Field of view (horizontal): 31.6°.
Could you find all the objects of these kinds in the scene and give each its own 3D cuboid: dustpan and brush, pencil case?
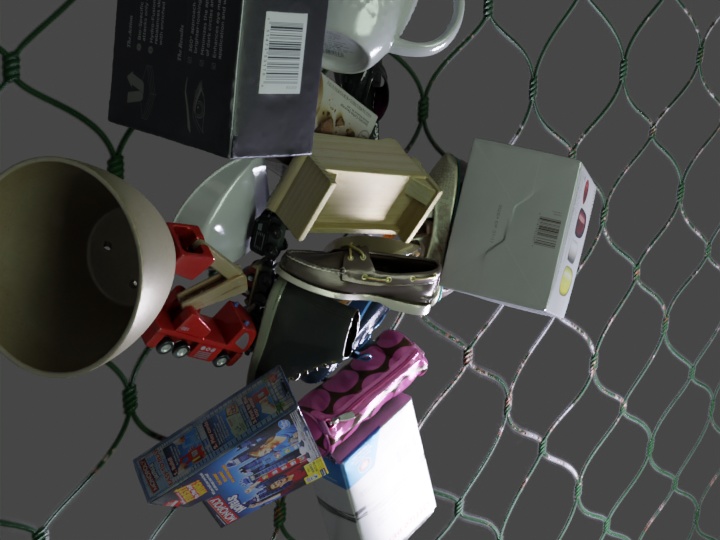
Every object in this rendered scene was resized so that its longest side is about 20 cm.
[{"bbox_3d":[-0.183,-0.035,1.385,0.200,0.057,0.140,-48,155,-28],"label":"dustpan and brush"},{"bbox_3d":[0.001,0.155,1.632,0.200,0.094,0.091,-40,88,-31],"label":"pencil case"}]

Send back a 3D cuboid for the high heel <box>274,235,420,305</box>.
[{"bbox_3d":[-0.019,0.036,1.541,0.197,0.072,0.144,-14,128,-8],"label":"high heel"}]

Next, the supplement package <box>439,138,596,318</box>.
[{"bbox_3d":[0.209,-0.050,1.656,0.200,0.145,0.194,15,89,-74],"label":"supplement package"}]

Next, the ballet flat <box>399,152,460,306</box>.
[{"bbox_3d":[0.084,-0.051,1.613,0.062,0.067,0.203,4,100,-20],"label":"ballet flat"}]

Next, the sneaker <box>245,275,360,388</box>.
[{"bbox_3d":[-0.067,0.106,1.471,0.075,0.105,0.202,-58,166,-47],"label":"sneaker"}]

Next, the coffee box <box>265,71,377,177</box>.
[{"bbox_3d":[-0.081,-0.172,1.430,0.199,0.079,0.114,32,80,-50],"label":"coffee box"}]

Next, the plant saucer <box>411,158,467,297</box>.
[{"bbox_3d":[0.123,-0.050,1.730,0.200,0.032,0.203,-35,133,-49],"label":"plant saucer"}]

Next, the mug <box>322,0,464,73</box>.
[{"bbox_3d":[0.018,-0.305,1.384,0.148,0.198,0.177,118,-10,-70],"label":"mug"}]

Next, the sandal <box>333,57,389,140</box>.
[{"bbox_3d":[0.010,-0.205,1.549,0.075,0.048,0.203,-27,124,-41],"label":"sandal"}]

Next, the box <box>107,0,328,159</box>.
[{"bbox_3d":[-0.140,-0.227,1.244,0.117,0.199,0.199,-8,111,-47],"label":"box"}]

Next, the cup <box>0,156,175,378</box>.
[{"bbox_3d":[-0.257,-0.009,1.223,0.143,0.198,0.203,-15,117,-67],"label":"cup"}]

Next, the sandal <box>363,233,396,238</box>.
[{"bbox_3d":[0.028,-0.084,1.618,0.206,0.059,0.080,-31,137,-65],"label":"sandal"}]

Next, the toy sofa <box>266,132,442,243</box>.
[{"bbox_3d":[-0.011,-0.092,1.430,0.199,0.098,0.083,-1,132,-48],"label":"toy sofa"}]

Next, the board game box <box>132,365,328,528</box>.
[{"bbox_3d":[-0.152,0.219,1.474,0.198,0.062,0.201,-25,148,-6],"label":"board game box"}]

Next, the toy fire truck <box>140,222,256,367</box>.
[{"bbox_3d":[-0.170,0.030,1.378,0.141,0.049,0.199,-45,145,19],"label":"toy fire truck"}]

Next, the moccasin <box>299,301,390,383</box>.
[{"bbox_3d":[-0.005,0.077,1.615,0.200,0.080,0.069,-47,128,-26],"label":"moccasin"}]

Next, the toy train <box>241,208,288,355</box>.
[{"bbox_3d":[-0.118,0.015,1.454,0.034,0.045,0.202,-44,155,-52],"label":"toy train"}]

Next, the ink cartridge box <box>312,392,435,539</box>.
[{"bbox_3d":[0.014,0.277,1.712,0.146,0.085,0.202,-38,132,-33],"label":"ink cartridge box"}]

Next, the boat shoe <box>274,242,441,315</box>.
[{"bbox_3d":[0.000,0.000,1.436,0.198,0.072,0.060,13,111,-24],"label":"boat shoe"}]
